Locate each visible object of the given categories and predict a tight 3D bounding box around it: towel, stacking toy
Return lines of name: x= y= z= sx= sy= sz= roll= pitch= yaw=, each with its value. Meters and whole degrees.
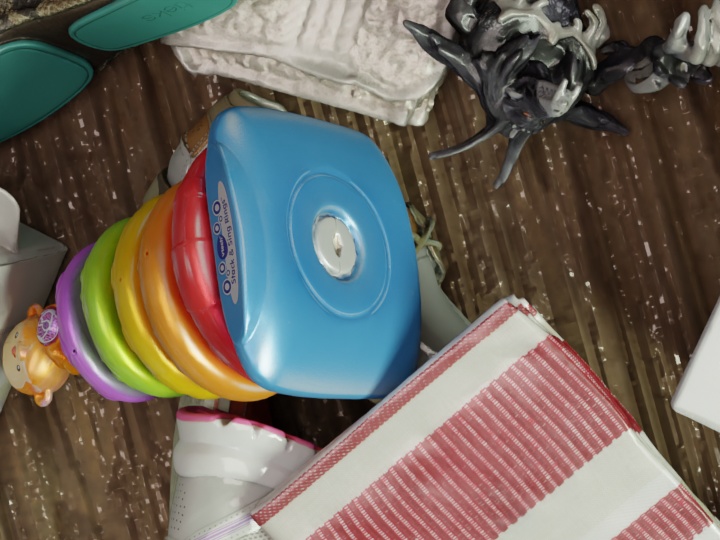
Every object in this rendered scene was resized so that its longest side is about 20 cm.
towel: x=0.072 y=0.126 z=1.025 sx=0.144 sy=0.023 sz=0.200 roll=-40 pitch=96 yaw=9
stacking toy: x=-0.082 y=0.014 z=1.064 sx=0.199 sy=0.109 sz=0.117 roll=-18 pitch=74 yaw=38
towel: x=-0.006 y=-0.171 z=1.114 sx=0.132 sy=0.034 sz=0.201 roll=14 pitch=97 yaw=10

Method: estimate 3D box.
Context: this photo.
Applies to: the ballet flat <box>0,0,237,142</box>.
ballet flat: x=-0.129 y=-0.117 z=1.124 sx=0.199 sy=0.068 sz=0.076 roll=-26 pitch=60 yaw=31

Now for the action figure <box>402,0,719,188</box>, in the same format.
action figure: x=0.095 y=-0.124 z=1.057 sx=0.118 sy=0.102 sz=0.201 roll=23 pitch=95 yaw=-19

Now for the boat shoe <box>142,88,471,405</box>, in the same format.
boat shoe: x=0.000 y=0.000 z=1.104 sx=0.200 sy=0.075 sz=0.069 roll=36 pitch=106 yaw=9

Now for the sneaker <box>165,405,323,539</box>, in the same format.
sneaker: x=-0.001 y=0.128 z=1.083 sx=0.199 sy=0.081 sz=0.089 roll=23 pitch=85 yaw=-17

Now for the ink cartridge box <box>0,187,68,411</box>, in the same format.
ink cartridge box: x=-0.227 y=0.034 z=1.130 sx=0.128 sy=0.125 sz=0.201 roll=26 pitch=99 yaw=9

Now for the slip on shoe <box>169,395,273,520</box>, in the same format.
slip on shoe: x=-0.051 y=0.106 z=1.131 sx=0.061 sy=0.074 sz=0.201 roll=0 pitch=93 yaw=-10

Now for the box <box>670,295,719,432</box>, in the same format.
box: x=0.213 y=-0.021 z=1.029 sx=0.097 sy=0.124 sz=0.201 roll=26 pitch=100 yaw=9
